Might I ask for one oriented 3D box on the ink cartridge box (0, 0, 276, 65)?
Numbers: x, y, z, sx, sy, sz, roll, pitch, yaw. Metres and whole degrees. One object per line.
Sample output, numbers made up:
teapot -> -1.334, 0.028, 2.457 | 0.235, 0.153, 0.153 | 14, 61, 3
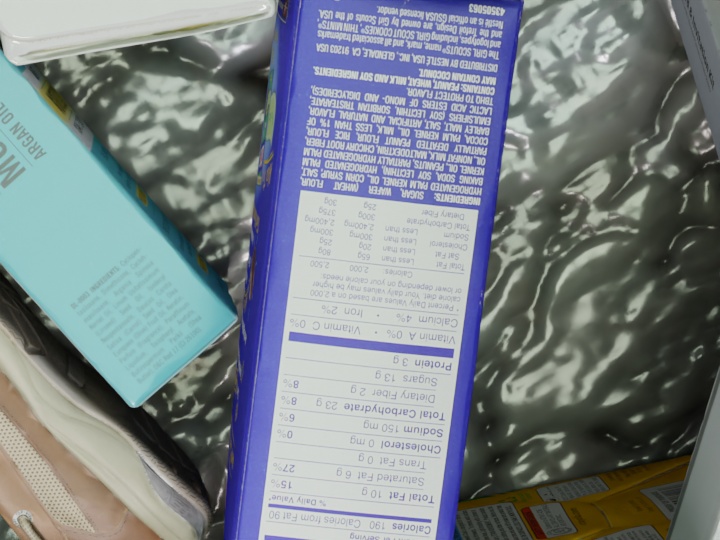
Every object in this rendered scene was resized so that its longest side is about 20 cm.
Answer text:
ink cartridge box -> -0.082, -0.146, 0.790 | 0.084, 0.200, 0.146 | -10, 99, -4

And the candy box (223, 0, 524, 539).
candy box -> 0.000, 0.000, 0.836 | 0.077, 0.169, 0.201 | 7, 98, -4

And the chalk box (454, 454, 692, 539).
chalk box -> 0.100, 0.181, 0.894 | 0.123, 0.124, 0.201 | -10, 98, -4

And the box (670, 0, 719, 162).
box -> 0.218, -0.073, 0.859 | 0.199, 0.156, 0.041 | -6, 141, -4

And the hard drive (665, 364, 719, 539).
hard drive -> 0.196, 0.080, 0.831 | 0.200, 0.026, 0.132 | 18, 90, -28

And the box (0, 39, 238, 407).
box -> -0.126, -0.048, 0.862 | 0.049, 0.082, 0.200 | -41, 100, 0

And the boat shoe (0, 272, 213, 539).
boat shoe -> -0.141, 0.041, 0.879 | 0.072, 0.076, 0.200 | -44, 98, 4
